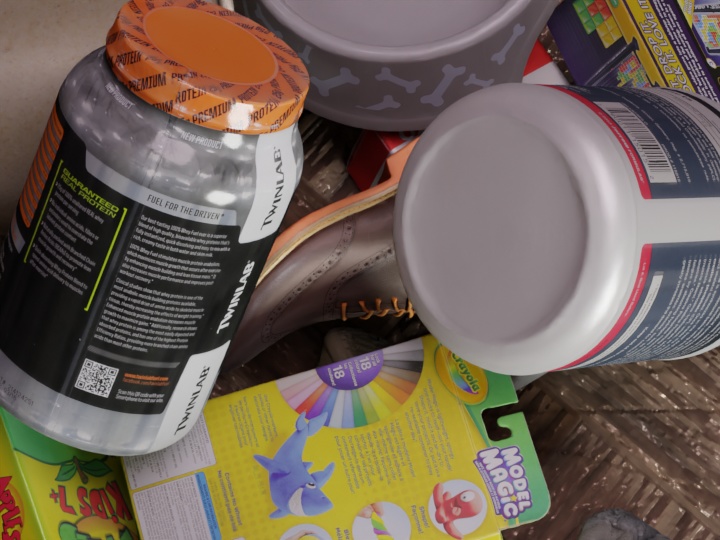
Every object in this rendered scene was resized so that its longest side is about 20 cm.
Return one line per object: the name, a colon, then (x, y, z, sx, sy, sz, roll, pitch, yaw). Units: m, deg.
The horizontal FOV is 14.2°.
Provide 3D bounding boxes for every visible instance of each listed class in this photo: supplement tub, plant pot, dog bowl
supplement tub: (0.124, -0.022, 1.447, 0.200, 0.140, 0.141, -2, 63, -52)
plant pot: (-0.155, -0.093, 1.512, 0.183, 0.201, 0.201, -7, 68, -4)
supplement tub: (-0.103, -0.022, 1.382, 0.122, 0.200, 0.123, 19, 29, -11)
dog bowl: (0.022, -0.176, 1.563, 0.199, 0.059, 0.201, -2, 64, 4)

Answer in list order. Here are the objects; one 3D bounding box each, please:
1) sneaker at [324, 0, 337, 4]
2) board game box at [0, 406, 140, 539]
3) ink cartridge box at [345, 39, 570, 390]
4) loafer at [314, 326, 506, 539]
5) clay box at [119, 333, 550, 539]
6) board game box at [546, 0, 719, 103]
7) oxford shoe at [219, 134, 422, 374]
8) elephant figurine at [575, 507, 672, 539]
sneaker: (0.049, -0.172, 1.641, 0.084, 0.075, 0.200, 35, 63, 14)
board game box: (-0.147, 0.135, 1.448, 0.101, 0.048, 0.201, 11, 54, -59)
ink cartridge box: (0.076, -0.047, 1.600, 0.116, 0.067, 0.200, -29, 77, -23)
loafer: (0.018, 0.117, 1.511, 0.076, 0.067, 0.200, 16, 39, -46)
clay box: (-0.013, 0.108, 1.443, 0.199, 0.048, 0.115, -15, 64, -2)
board game box: (0.210, -0.072, 1.612, 0.165, 0.057, 0.200, -6, 65, -46)
oxford shoe: (0.000, 0.000, 1.510, 0.200, 0.071, 0.073, -37, 82, -5)
elephant figurine: (0.119, 0.230, 1.464, 0.141, 0.155, 0.200, 31, 88, 39)
